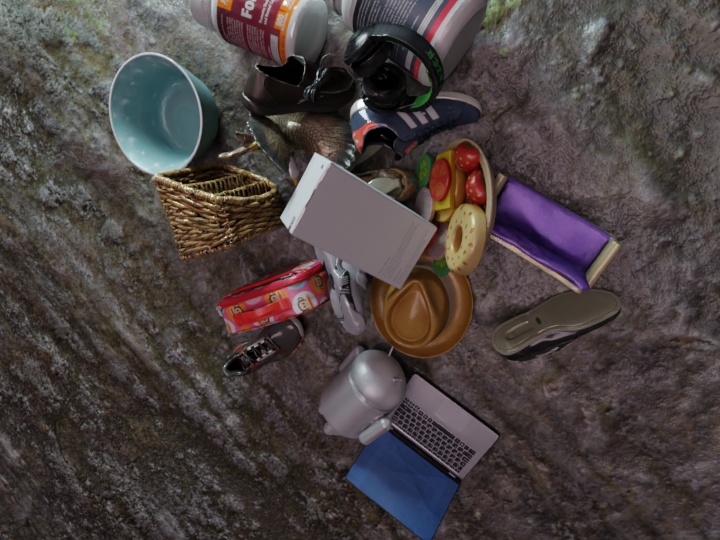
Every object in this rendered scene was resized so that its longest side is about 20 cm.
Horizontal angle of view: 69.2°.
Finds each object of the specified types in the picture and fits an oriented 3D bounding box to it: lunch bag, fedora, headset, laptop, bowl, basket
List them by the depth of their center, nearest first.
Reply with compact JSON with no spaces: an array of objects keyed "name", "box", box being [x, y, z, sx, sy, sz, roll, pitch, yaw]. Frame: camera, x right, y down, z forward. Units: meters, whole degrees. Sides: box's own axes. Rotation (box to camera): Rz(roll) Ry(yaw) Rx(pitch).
[{"name":"headset","box":[0.014,-0.262,0.709,0.198,0.095,0.124,16,155,35]},{"name":"fedora","box":[0.093,0.063,0.877,0.198,0.082,0.204,6,107,19]},{"name":"basket","box":[-0.220,-0.120,0.882,0.141,0.200,0.151,-13,100,25]},{"name":"lunch bag","box":[-0.146,0.049,0.915,0.198,0.176,0.083,-18,99,24]},{"name":"laptop","box":[0.110,0.330,0.930,0.186,0.116,0.201,35,114,8]},{"name":"bowl","box":[-0.334,-0.275,0.934,0.198,0.105,0.204,6,106,21]}]

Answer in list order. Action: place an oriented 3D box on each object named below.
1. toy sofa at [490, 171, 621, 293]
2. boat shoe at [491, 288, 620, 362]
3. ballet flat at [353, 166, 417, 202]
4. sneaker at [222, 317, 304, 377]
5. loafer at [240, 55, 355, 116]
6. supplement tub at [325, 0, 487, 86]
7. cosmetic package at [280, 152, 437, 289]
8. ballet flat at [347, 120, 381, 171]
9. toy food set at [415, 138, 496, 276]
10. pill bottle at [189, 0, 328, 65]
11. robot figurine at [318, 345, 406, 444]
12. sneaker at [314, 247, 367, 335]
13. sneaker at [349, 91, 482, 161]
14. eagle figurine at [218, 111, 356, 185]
[{"name":"toy sofa","box":[0.269,-0.059,0.766,0.199,0.097,0.083,34,115,10]},{"name":"boat shoe","box":[0.308,0.089,0.822,0.198,0.072,0.068,-26,131,19]},{"name":"ballet flat","box":[-0.009,-0.125,0.825,0.197,0.065,0.072,-16,93,9]},{"name":"sneaker","box":[-0.192,0.159,1.016,0.199,0.082,0.077,-37,90,26]},{"name":"loafer","box":[-0.083,-0.283,0.787,0.073,0.198,0.072,49,142,22]},{"name":"supplement tub","box":[0.063,-0.371,0.733,0.199,0.140,0.141,38,115,7]},{"name":"cosmetic package","box":[-0.002,-0.069,0.755,0.199,0.081,0.114,29,99,-27]},{"name":"ballet flat","box":[-0.013,-0.202,0.853,0.069,0.069,0.200,45,115,4]},{"name":"toy food set","box":[0.134,-0.092,0.775,0.048,0.198,0.203,0,91,-19]},{"name":"pill bottle","box":[-0.161,-0.404,0.825,0.198,0.114,0.115,26,113,12]},{"name":"robot figurine","box":[0.005,0.220,0.937,0.200,0.112,0.171,-47,49,30]},{"name":"sneaker","box":[0.000,0.000,0.860,0.075,0.113,0.202,118,135,-63]},{"name":"sneaker","box":[0.083,-0.209,0.780,0.197,0.075,0.086,-4,73,6]},{"name":"eagle figurine","box":[-0.114,-0.206,0.824,0.151,0.199,0.153,41,75,-30]}]
